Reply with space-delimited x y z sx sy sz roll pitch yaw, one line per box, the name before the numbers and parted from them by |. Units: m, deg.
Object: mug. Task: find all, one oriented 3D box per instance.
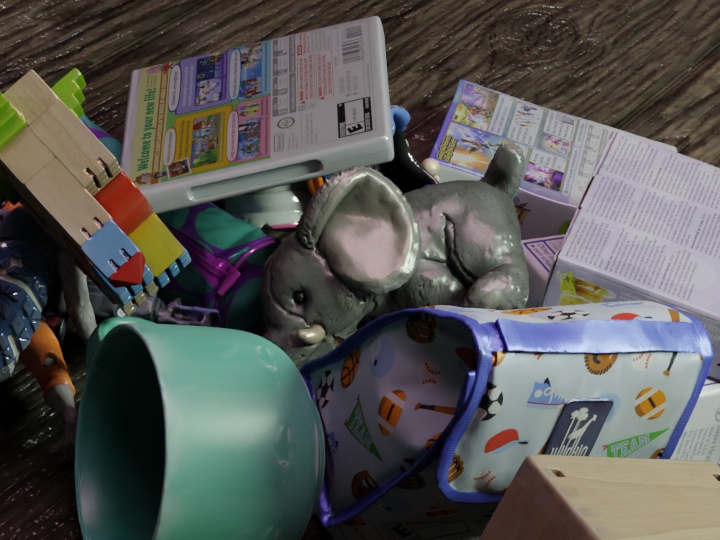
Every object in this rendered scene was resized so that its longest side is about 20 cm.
mug | -0.092 0.095 1.541 0.114 0.152 0.186 4 66 -26

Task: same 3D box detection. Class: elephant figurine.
elephant figurine | 0.000 0.000 1.668 0.199 0.142 0.156 10 35 -12

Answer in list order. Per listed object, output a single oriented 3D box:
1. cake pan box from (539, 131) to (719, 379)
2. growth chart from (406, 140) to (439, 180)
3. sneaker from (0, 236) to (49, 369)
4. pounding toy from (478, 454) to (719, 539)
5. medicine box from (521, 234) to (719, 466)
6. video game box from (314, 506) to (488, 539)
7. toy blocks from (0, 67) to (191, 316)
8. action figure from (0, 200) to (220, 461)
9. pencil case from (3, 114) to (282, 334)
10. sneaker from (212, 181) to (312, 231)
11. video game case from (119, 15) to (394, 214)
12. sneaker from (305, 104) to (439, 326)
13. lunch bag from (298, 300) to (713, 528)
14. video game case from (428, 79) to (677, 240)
cake pan box | 0.229 -0.007 1.748 0.183 0.053 0.200 21 34 5
growth chart | -0.030 -0.089 1.883 0.199 0.145 0.018 28 66 15
sneaker | -0.275 0.045 1.560 0.200 0.077 0.085 -42 37 -8
pounding toy | 0.110 0.201 1.481 0.183 0.201 0.142 6 32 -41
medicine box | 0.216 0.061 1.781 0.199 0.103 0.182 -7 39 -31
video game box | 0.058 0.127 1.670 0.199 0.047 0.182 -7 41 -31
toy blocks | -0.162 -0.035 1.579 0.100 0.200 0.137 -42 79 -8
action figure | -0.192 0.023 1.659 0.199 0.105 0.194 2 51 3
pencil case | -0.144 -0.029 1.773 0.199 0.085 0.092 32 -7 24
sneaker | -0.084 -0.085 1.851 0.081 0.089 0.200 2 11 -36
video game case | -0.070 -0.104 1.751 0.181 0.022 0.200 -12 29 5
sneaker | 0.025 -0.024 1.772 0.078 0.201 0.075 -16 15 33
lunch bag | 0.084 0.078 1.511 0.169 0.200 0.125 0 68 -32
video game case | 0.143 -0.070 1.972 0.180 0.046 0.200 19 23 2
